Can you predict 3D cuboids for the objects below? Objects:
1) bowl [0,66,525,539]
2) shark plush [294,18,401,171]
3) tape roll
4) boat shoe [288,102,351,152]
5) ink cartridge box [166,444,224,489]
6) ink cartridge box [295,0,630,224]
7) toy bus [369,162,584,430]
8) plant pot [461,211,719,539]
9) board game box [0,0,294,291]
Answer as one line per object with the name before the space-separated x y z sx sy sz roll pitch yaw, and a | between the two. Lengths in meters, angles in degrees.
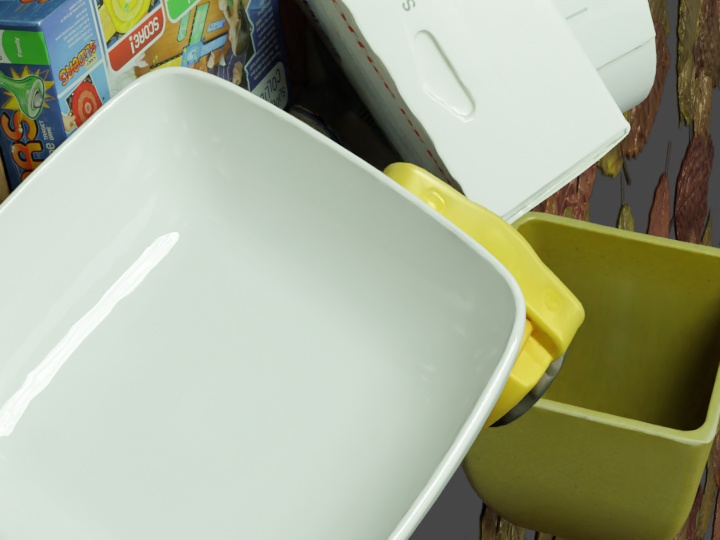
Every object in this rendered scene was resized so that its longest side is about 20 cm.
bowl | -0.058 0.046 0.650 0.200 0.199 0.075 -51 163 -21
shark plush | 0.017 -0.140 0.966 0.091 0.082 0.202 3 92 -68
tape roll | 0.086 -0.167 0.989 0.070 0.203 0.203 -28 136 -11
boat shoe | 0.000 0.000 0.923 0.072 0.072 0.202 -59 131 -64
ink cartridge box | -0.104 0.167 0.709 0.039 0.098 0.202 8 86 -67
ink cartridge box | 0.038 -0.111 0.838 0.147 0.084 0.200 56 -2 -14
toy bus | -0.019 0.071 0.774 0.135 0.200 0.193 40 54 -12
plant pot | 0.183 0.107 1.324 0.201 0.192 0.196 87 21 -43
board game box | -0.092 -0.089 0.765 0.200 0.034 0.137 -54 143 -51
